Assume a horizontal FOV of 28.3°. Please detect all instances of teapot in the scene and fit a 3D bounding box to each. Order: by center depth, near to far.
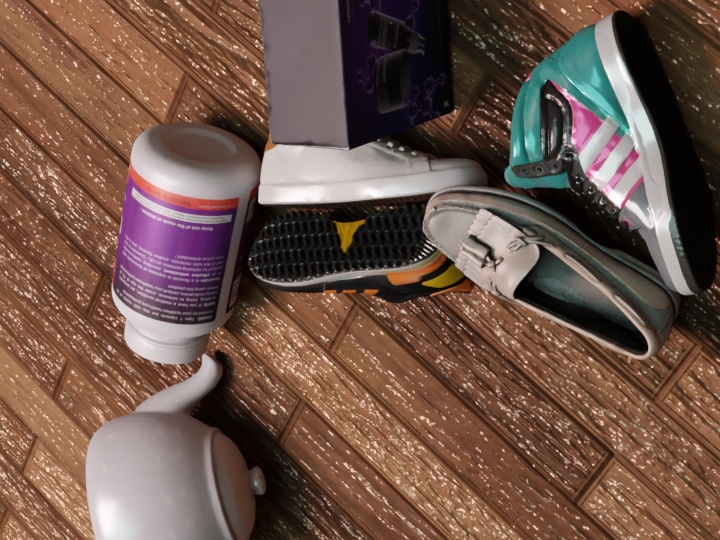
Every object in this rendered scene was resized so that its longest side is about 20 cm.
[{"bbox_3d":[-0.158,0.217,1.321,0.146,0.198,0.200,-14,125,4],"label":"teapot"}]

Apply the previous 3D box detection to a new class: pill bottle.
[{"bbox_3d":[-0.157,-0.021,1.252,0.112,0.112,0.200,30,122,26],"label":"pill bottle"}]

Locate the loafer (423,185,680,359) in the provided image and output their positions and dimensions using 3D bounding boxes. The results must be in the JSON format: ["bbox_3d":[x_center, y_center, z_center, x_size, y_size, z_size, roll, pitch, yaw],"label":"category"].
[{"bbox_3d":[0.134,0.001,1.030,0.200,0.063,0.072,25,129,6],"label":"loafer"}]

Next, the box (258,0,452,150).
[{"bbox_3d":[-0.003,-0.202,1.048,0.079,0.141,0.201,8,111,33],"label":"box"}]

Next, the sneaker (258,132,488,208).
[{"bbox_3d":[0.006,-0.093,1.128,0.200,0.073,0.085,1,87,27],"label":"sneaker"}]

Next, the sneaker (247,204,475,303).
[{"bbox_3d":[0.000,0.000,1.159,0.200,0.070,0.090,-4,146,37],"label":"sneaker"}]

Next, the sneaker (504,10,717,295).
[{"bbox_3d":[0.166,-0.067,1.002,0.121,0.084,0.200,-20,86,36],"label":"sneaker"}]
